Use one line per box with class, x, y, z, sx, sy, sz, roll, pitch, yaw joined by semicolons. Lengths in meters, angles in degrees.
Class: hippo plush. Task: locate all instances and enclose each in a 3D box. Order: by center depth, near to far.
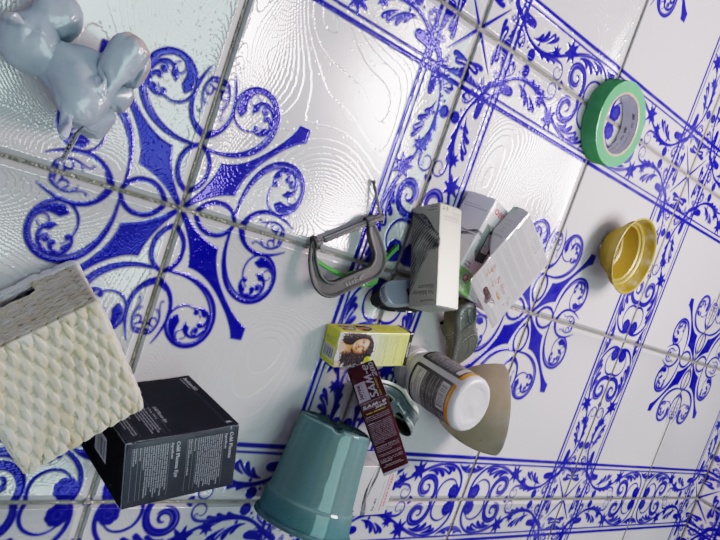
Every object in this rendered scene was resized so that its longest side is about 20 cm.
hippo plush;-0.385;-0.260;0.929;0.160;0.159;0.202;38;64;-11

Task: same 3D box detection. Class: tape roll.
tape roll;0.612;-0.356;1.737;0.197;0.048;0.206;-15;115;-34

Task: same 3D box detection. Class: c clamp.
c clamp;-0.024;-0.050;1.341;0.198;0.027;0.174;-29;109;-29

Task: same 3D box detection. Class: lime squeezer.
lime squeezer;0.000;0.000;1.382;0.196;0.038;0.072;-10;116;-34

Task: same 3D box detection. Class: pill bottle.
pill bottle;0.165;0.238;1.498;0.114;0.199;0.119;-14;116;-33

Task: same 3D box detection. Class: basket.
basket;-0.433;0.128;0.999;0.196;0.160;0.204;-28;121;-26

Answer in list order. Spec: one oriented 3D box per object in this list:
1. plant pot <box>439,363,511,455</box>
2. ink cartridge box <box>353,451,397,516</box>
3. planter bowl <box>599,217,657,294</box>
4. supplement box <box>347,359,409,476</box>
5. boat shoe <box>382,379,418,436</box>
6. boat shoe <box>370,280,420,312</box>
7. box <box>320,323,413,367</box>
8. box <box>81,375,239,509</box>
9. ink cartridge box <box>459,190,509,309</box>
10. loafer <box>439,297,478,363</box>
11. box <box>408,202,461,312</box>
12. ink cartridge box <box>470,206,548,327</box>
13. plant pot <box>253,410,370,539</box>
plant pot;0.248;0.306;1.623;0.131;0.201;0.206;7;106;-3
ink cartridge box;0.008;0.456;1.542;0.197;0.067;0.119;12;100;-41
planter bowl;0.689;-0.048;1.892;0.197;0.083;0.206;-15;115;-34
supplement box;0.036;0.291;1.414;0.060;0.109;0.203;-20;124;-4
boat shoe;0.064;0.288;1.511;0.200;0.071;0.063;47;45;-44
boat shoe;0.099;0.057;1.469;0.197;0.066;0.072;-2;73;-44
box;0.016;0.151;1.444;0.197;0.050;0.077;3;105;-40
box;-0.314;0.257;1.117;0.179;0.198;0.107;-2;107;-37
ink cartridge box;0.248;-0.043;1.535;0.145;0.083;0.203;33;85;-42
loafer;0.216;0.130;1.588;0.074;0.070;0.203;-26;138;-24
box;0.147;-0.024;1.419;0.067;0.081;0.206;13;75;-40
ink cartridge box;0.302;-0.006;1.510;0.200;0.050;0.162;-45;131;-13
plant pot;-0.080;0.388;1.376;0.198;0.198;0.201;24;83;-41
